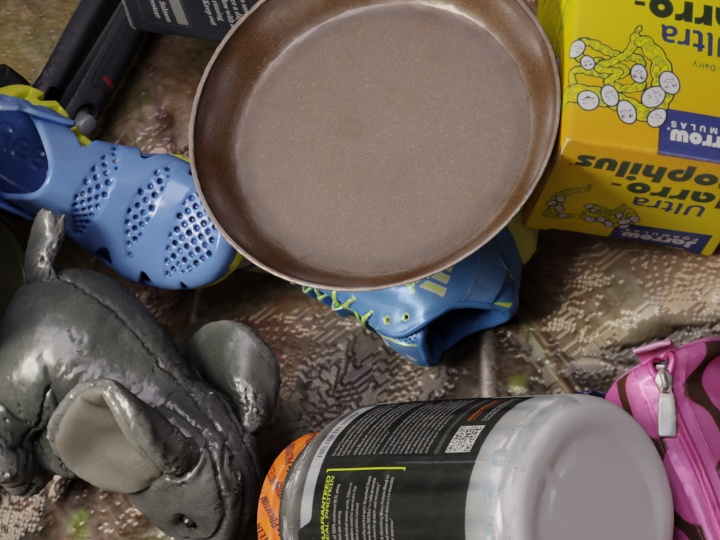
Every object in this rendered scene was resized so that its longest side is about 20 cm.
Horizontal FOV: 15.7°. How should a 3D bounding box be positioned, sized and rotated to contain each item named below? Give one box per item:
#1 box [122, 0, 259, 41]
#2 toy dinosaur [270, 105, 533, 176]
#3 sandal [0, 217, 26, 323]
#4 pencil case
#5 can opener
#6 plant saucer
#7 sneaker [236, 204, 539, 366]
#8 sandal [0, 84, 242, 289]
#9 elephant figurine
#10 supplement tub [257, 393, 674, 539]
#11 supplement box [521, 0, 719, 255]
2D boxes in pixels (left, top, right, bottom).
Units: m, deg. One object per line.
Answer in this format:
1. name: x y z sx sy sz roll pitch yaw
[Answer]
1. box: -0.022 -0.234 1.519 0.200 0.118 0.197 10 53 23
2. toy dinosaur: 0.004 -0.078 1.433 0.200 0.048 0.088 18 36 38
3. sandal: -0.235 0.048 1.513 0.080 0.057 0.201 -8 63 16
4. pencil case: 0.186 0.131 1.300 0.091 0.094 0.200 -22 60 -2
5. can opener: -0.172 -0.115 1.572 0.063 0.079 0.200 21 62 28
6. plant saucer: 0.009 -0.075 1.372 0.200 0.032 0.201 -5 65 12
7. sneaker: 0.000 0.000 1.443 0.199 0.076 0.105 -6 63 16
8. sandal: -0.154 -0.045 1.445 0.200 0.087 0.080 22 97 21
9. elephant figurine: -0.104 0.087 1.402 0.200 0.155 0.142 21 72 33
10. supplement tub: 0.047 0.125 1.305 0.200 0.122 0.123 -5 59 48
11. supplement box: 0.156 -0.125 1.411 0.109 0.110 0.200 8 65 -6
